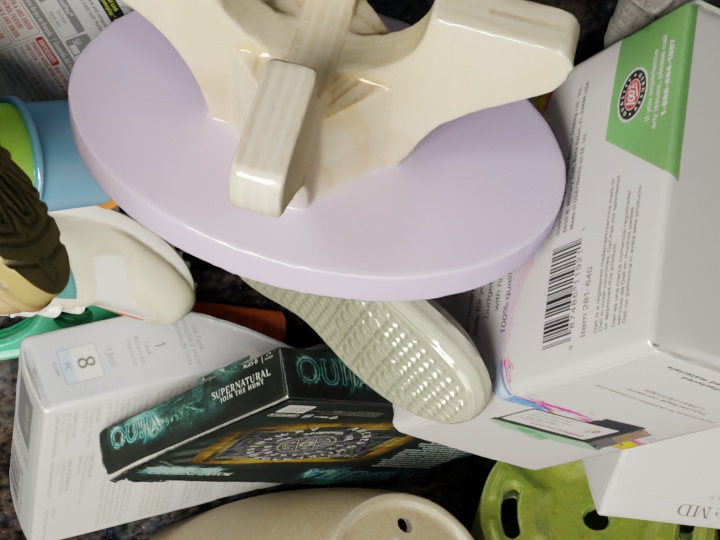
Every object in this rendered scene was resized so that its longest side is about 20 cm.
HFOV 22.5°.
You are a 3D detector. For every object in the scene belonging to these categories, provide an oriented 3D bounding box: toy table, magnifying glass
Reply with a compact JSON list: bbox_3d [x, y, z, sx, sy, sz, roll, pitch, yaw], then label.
[{"bbox_3d":[-0.014,-0.077,0.684,0.199,0.185,0.117,5,150,-3],"label":"toy table"},{"bbox_3d":[-0.135,0.021,0.906,0.199,0.022,0.080,6,136,-19],"label":"magnifying glass"}]

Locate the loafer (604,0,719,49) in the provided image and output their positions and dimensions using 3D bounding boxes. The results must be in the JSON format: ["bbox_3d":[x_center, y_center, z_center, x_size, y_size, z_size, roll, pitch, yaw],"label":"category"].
[{"bbox_3d":[0.198,-0.087,0.805,0.199,0.070,0.070,23,116,-19],"label":"loafer"}]

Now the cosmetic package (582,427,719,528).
[{"bbox_3d":[0.185,0.026,0.874,0.112,0.081,0.201,6,122,-11],"label":"cosmetic package"}]

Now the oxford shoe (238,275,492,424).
[{"bbox_3d":[0.000,0.000,0.796,0.058,0.200,0.075,-26,126,-22],"label":"oxford shoe"}]

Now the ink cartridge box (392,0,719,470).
[{"bbox_3d":[0.103,-0.005,0.770,0.084,0.145,0.200,19,159,-23],"label":"ink cartridge box"}]

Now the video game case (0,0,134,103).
[{"bbox_3d":[-0.125,-0.149,0.718,0.182,0.022,0.200,-18,137,10],"label":"video game case"}]

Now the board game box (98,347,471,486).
[{"bbox_3d":[-0.010,0.076,0.896,0.135,0.028,0.200,-26,157,39],"label":"board game box"}]

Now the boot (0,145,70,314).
[{"bbox_3d":[-0.227,0.002,0.672,0.200,0.066,0.175,-43,88,19],"label":"boot"}]

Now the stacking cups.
[{"bbox_3d":[-0.130,-0.048,0.767,0.199,0.061,0.061,-9,144,-35],"label":"stacking cups"}]

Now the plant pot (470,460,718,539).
[{"bbox_3d":[0.124,0.184,0.995,0.199,0.201,0.190,-7,140,-2],"label":"plant pot"}]

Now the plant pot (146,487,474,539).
[{"bbox_3d":[-0.020,0.191,0.950,0.187,0.188,0.200,14,152,-24],"label":"plant pot"}]

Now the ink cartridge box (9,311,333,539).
[{"bbox_3d":[-0.080,0.069,0.947,0.199,0.047,0.160,-14,152,-21],"label":"ink cartridge box"}]

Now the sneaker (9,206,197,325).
[{"bbox_3d":[-0.169,0.001,0.809,0.199,0.094,0.070,28,158,-31],"label":"sneaker"}]
